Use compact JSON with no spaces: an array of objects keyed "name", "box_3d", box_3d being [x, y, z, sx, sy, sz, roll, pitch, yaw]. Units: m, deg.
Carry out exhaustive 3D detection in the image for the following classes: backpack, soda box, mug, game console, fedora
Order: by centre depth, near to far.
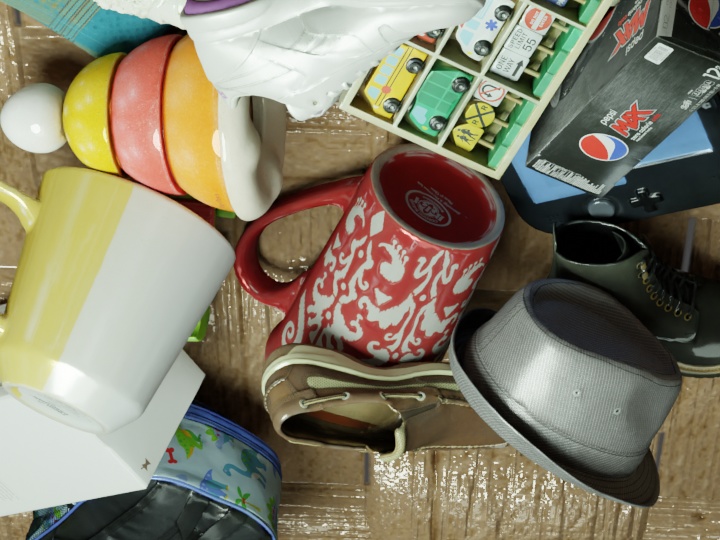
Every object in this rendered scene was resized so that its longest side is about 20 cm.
[{"name":"soda box","box_3d":[0.179,-0.126,1.524,0.063,0.071,0.200,19,152,-14]},{"name":"mug","box_3d":[-0.201,0.024,1.644,0.185,0.154,0.150,18,164,14]},{"name":"game console","box_3d":[0.170,-0.106,1.650,0.175,0.031,0.201,-8,137,25]},{"name":"fedora","box_3d":[0.163,0.074,1.688,0.199,0.177,0.091,29,118,-17]},{"name":"mug","box_3d":[0.002,0.009,1.731,0.176,0.134,0.201,15,133,-15]},{"name":"backpack","box_3d":[-0.163,0.186,1.914,0.182,0.148,0.200,27,137,-24]}]

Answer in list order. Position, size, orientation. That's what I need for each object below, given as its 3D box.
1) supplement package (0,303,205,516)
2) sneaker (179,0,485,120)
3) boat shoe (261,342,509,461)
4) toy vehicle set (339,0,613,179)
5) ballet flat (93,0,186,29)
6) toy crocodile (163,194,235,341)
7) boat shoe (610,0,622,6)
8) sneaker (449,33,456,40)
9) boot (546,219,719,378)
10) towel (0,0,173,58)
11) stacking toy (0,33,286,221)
[{"name":"supplement package","box_3d":[-0.243,0.100,1.803,0.199,0.120,0.121,-13,127,40]},{"name":"sneaker","box_3d":[-0.011,-0.151,1.479,0.198,0.075,0.100,-6,120,20]},{"name":"boat shoe","box_3d":[0.026,0.111,1.691,0.200,0.075,0.075,8,130,-11]},{"name":"toy vehicle set","box_3d":[0.083,-0.163,1.516,0.123,0.027,0.201,22,125,-13]},{"name":"ballet flat","box_3d":[-0.086,-0.191,1.528,0.198,0.072,0.072,-15,134,15]},{"name":"toy crocodile","box_3d":[-0.129,-0.028,1.746,0.067,0.062,0.201,8,136,-5]},{"name":"boat shoe","box_3d":[0.216,-0.206,1.531,0.198,0.071,0.063,6,112,4]},{"name":"sneaker","box_3d":[0.054,-0.166,1.565,0.086,0.074,0.201,10,135,6]},{"name":"boot","box_3d":[0.233,0.016,1.738,0.198,0.078,0.139,-1,151,3]},{"name":"towel","box_3d":[-0.159,-0.228,1.566,0.146,0.022,0.200,29,129,-27]},{"name":"stacking toy","box_3d":[-0.156,-0.109,1.609,0.198,0.147,0.147,1,137,10]}]
